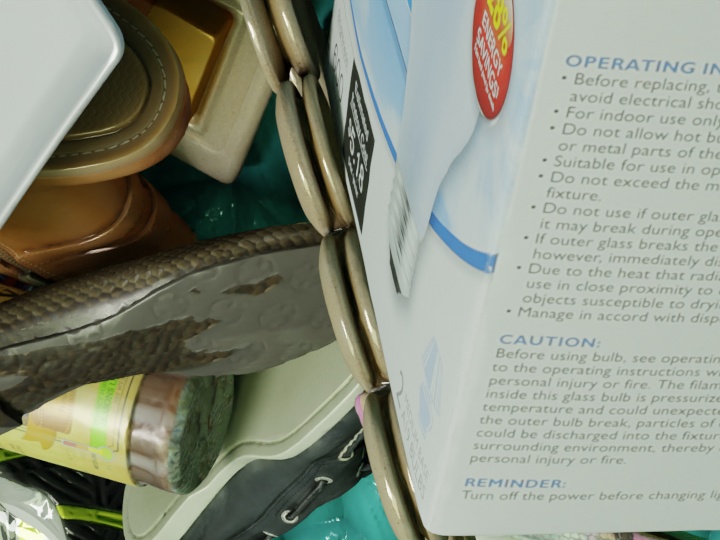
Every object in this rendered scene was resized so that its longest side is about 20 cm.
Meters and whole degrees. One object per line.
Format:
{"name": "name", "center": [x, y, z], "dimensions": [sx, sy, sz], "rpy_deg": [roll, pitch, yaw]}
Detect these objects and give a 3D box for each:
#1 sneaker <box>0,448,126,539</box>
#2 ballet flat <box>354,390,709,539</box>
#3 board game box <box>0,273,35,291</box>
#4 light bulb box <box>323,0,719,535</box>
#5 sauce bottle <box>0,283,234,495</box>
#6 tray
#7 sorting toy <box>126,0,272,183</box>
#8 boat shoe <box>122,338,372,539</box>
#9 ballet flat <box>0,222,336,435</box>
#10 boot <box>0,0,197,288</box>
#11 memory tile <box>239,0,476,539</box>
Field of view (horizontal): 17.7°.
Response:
{"name": "sneaker", "center": [-0.130, 0.109, 1.046], "dimensions": [0.200, 0.075, 0.076], "rpy_deg": [49, 145, -4]}
{"name": "ballet flat", "center": [0.079, 0.108, 0.828], "dimensions": [0.199, 0.071, 0.069], "rpy_deg": [24, 174, 6]}
{"name": "board game box", "center": [-0.217, 0.044, 0.980], "dimensions": [0.120, 0.032, 0.201], "rpy_deg": [25, 106, 1]}
{"name": "light bulb box", "center": [0.073, -0.070, 0.601], "dimensions": [0.124, 0.199, 0.200], "rpy_deg": [-1, 133, -11]}
{"name": "sauce bottle", "center": [-0.152, 0.036, 0.915], "dimensions": [0.199, 0.065, 0.065], "rpy_deg": [13, 137, 14]}
{"name": "tray", "center": [-0.139, -0.051, 0.732], "dimensions": [0.108, 0.022, 0.200], "rpy_deg": [57, 133, 16]}
{"name": "sorting toy", "center": [-0.104, -0.128, 0.808], "dimensions": [0.185, 0.037, 0.200], "rpy_deg": [29, 140, 3]}
{"name": "boat shoe", "center": [-0.022, 0.064, 0.933], "dimensions": [0.066, 0.075, 0.199], "rpy_deg": [18, 136, -29]}
{"name": "ballet flat", "center": [-0.085, 0.016, 0.849], "dimensions": [0.199, 0.046, 0.067], "rpy_deg": [-18, 137, 1]}
{"name": "boot", "center": [-0.103, -0.038, 0.830], "dimensions": [0.199, 0.074, 0.155], "rpy_deg": [10, 158, 39]}
{"name": "memory tile", "center": [0.000, 0.000, 0.746], "dimensions": [0.017, 0.201, 0.153], "rpy_deg": [-16, 167, 5]}
